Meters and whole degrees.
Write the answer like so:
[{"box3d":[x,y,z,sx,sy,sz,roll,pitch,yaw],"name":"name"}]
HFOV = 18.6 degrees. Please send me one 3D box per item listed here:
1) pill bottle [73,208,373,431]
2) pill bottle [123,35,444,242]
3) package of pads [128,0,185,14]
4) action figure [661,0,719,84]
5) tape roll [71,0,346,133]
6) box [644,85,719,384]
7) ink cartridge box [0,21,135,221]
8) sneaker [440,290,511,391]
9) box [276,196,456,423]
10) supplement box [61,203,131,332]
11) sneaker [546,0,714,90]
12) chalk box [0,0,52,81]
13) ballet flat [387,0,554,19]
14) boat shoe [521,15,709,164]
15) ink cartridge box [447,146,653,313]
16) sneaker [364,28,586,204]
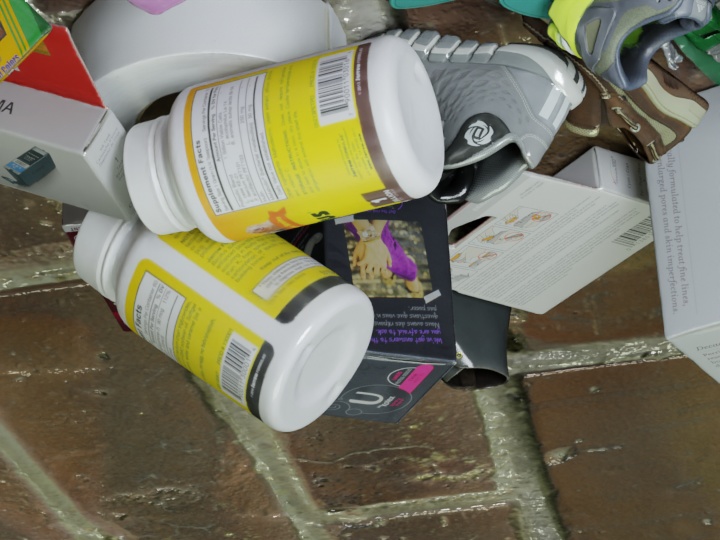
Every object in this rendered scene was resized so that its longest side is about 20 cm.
[{"box3d":[-0.099,0.016,1.550,0.200,0.114,0.114,34,164,23],"name":"pill bottle"},{"box3d":[-0.052,-0.082,1.461,0.199,0.110,0.109,-12,152,20],"name":"pill bottle"},{"box3d":[-0.097,-0.237,1.346,0.199,0.076,0.120,-22,150,34],"name":"package of pads"},{"box3d":[0.238,-0.177,1.524,0.118,0.055,0.200,-23,143,40],"name":"action figure"},{"box3d":[-0.107,-0.130,1.560,0.201,0.071,0.203,-2,153,-1],"name":"tape roll"},{"box3d":[0.330,-0.039,1.635,0.199,0.200,0.131,-17,149,27],"name":"box"},{"box3d":[-0.258,-0.117,1.500,0.199,0.045,0.176,16,156,24],"name":"ink cartridge box"},{"box3d":[0.042,0.036,1.860,0.199,0.107,0.075,9,151,-21],"name":"sneaker"},{"box3d":[0.000,0.000,1.681,0.106,0.201,0.122,8,152,-19],"name":"box"},{"box3d":[-0.165,-0.021,1.780,0.108,0.061,0.200,-6,154,7],"name":"supplement box"},{"box3d":[0.203,-0.198,1.392,0.074,0.081,0.200,2,132,-44],"name":"sneaker"},{"box3d":[-0.321,-0.164,1.378,0.200,0.124,0.125,46,137,-11],"name":"chalk box"},{"box3d":[0.085,-0.206,1.416,0.199,0.069,0.068,-1,149,-41],"name":"ballet flat"},{"box3d":[0.173,-0.127,1.560,0.202,0.075,0.075,28,103,-44],"name":"boat shoe"},{"box3d":[0.135,-0.037,1.776,0.176,0.045,0.200,13,148,-30],"name":"ink cartridge box"},{"box3d":[0.051,-0.101,1.523,0.199,0.116,0.075,5,151,41],"name":"sneaker"}]
